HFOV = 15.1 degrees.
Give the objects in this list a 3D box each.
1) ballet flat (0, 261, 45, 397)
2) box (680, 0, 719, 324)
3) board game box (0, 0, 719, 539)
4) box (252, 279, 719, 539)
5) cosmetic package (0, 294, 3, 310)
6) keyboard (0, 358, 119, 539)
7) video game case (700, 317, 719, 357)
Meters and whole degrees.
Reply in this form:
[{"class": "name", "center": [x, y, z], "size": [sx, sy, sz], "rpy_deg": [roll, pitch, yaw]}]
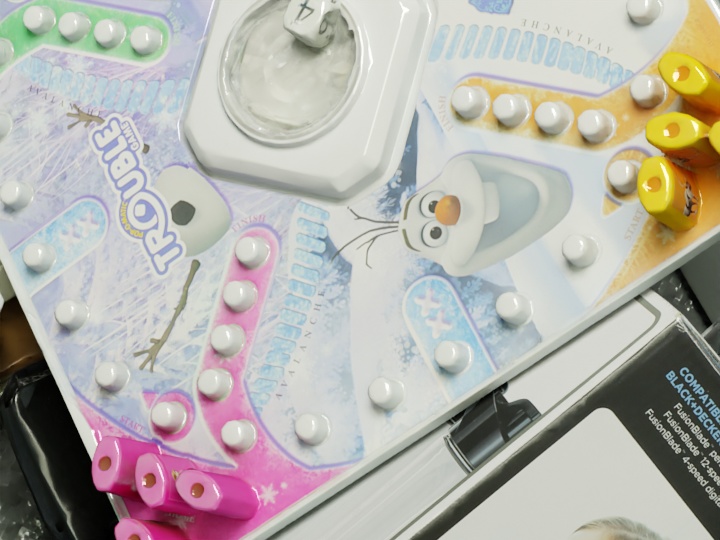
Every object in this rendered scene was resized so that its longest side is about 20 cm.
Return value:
[{"class": "ballet flat", "center": [-0.102, 0.009, 0.788], "size": [0.200, 0.064, 0.067], "rpy_deg": [-33, 110, -16]}, {"class": "box", "center": [0.169, -0.099, 0.799], "size": [0.171, 0.199, 0.200], "rpy_deg": [-26, 79, -16]}, {"class": "board game box", "center": [-0.018, -0.053, 0.695], "size": [0.200, 0.026, 0.200], "rpy_deg": [-34, 67, 15]}, {"class": "box", "center": [0.006, 0.080, 0.696], "size": [0.200, 0.117, 0.060], "rpy_deg": [-39, 107, 1]}, {"class": "cosmetic package", "center": [-0.206, -0.056, 0.684], "size": [0.123, 0.200, 0.200], "rpy_deg": [-33, 108, -11]}, {"class": "keyboard", "center": [-0.006, 0.047, 0.810], "size": [0.200, 0.040, 0.104], "rpy_deg": [-21, 81, -27]}, {"class": "video game case", "center": [0.174, 0.081, 0.754], "size": [0.200, 0.182, 0.023], "rpy_deg": [44, 78, 5]}]
